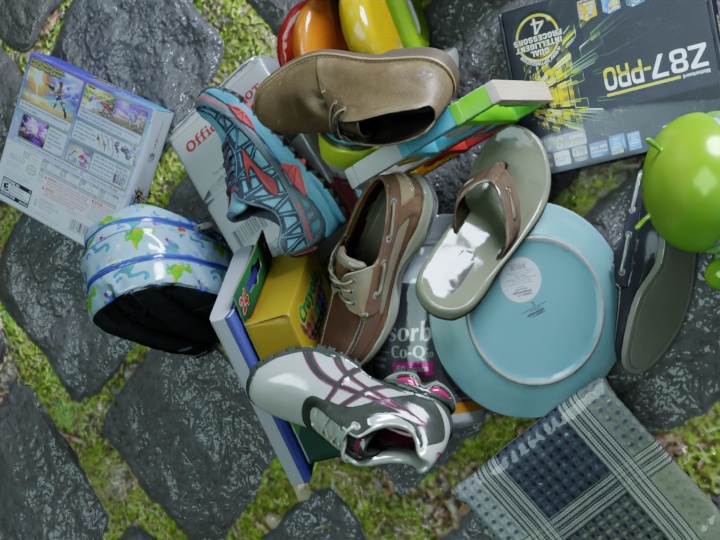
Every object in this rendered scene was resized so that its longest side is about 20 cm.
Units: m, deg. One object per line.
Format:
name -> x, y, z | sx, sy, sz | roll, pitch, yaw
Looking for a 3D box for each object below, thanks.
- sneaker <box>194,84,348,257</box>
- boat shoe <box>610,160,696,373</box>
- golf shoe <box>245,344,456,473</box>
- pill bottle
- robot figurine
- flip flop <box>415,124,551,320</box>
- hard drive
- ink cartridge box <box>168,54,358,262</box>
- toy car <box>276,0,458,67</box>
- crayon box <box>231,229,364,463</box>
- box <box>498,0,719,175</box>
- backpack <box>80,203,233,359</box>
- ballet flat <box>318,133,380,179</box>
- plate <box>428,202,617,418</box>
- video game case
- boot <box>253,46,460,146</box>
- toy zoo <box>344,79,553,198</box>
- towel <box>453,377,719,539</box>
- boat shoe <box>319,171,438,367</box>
sneaker -> -0.106, -0.095, 1.068 | 0.095, 0.079, 0.200 | -44, 74, -3
boat shoe -> 0.267, -0.008, 1.017 | 0.062, 0.072, 0.204 | 24, 105, 53
golf shoe -> -0.014, 0.124, 0.982 | 0.196, 0.089, 0.078 | 8, 122, 10
pill bottle -> 0.065, 0.048, 1.078 | 0.114, 0.116, 0.205 | -3, 91, 25
robot figurine -> 0.325, -0.074, 0.916 | 0.196, 0.116, 0.179 | -2, 111, -10
flip flop -> 0.111, -0.049, 0.988 | 0.080, 0.058, 0.202 | 26, 70, 19
hard drive -> -0.087, 0.094, 1.097 | 0.025, 0.133, 0.203 | -15, 118, 15
ink cartridge box -> -0.093, -0.102, 1.165 | 0.145, 0.084, 0.202 | -36, 79, 22
toy car -> -0.003, -0.227, 1.056 | 0.148, 0.200, 0.178 | -18, 105, 26
crayon box -> -0.055, 0.070, 1.083 | 0.050, 0.128, 0.203 | -14, 119, 17
box -> 0.238, -0.185, 1.023 | 0.197, 0.049, 0.165 | -10, 91, 27
backpack -> -0.208, 0.015, 1.162 | 0.161, 0.199, 0.157 | -20, 83, 25
ballet flat -> -0.012, -0.129, 1.081 | 0.065, 0.201, 0.068 | 3, 116, -6
plate -> 0.161, 0.037, 1.022 | 0.196, 0.026, 0.205 | 0, 91, -9
video game case -> -0.332, -0.137, 1.300 | 0.198, 0.045, 0.184 | 26, 104, 22
boot -> -0.016, -0.143, 0.952 | 0.196, 0.076, 0.074 | -4, 133, 27
toy zoo -> 0.071, -0.119, 1.020 | 0.198, 0.130, 0.021 | -29, 83, 31
towel -> 0.220, 0.227, 1.040 | 0.192, 0.035, 0.201 | -41, 90, 19
boat shoe -> 0.000, 0.000, 1.010 | 0.075, 0.071, 0.203 | 30, 104, 43
